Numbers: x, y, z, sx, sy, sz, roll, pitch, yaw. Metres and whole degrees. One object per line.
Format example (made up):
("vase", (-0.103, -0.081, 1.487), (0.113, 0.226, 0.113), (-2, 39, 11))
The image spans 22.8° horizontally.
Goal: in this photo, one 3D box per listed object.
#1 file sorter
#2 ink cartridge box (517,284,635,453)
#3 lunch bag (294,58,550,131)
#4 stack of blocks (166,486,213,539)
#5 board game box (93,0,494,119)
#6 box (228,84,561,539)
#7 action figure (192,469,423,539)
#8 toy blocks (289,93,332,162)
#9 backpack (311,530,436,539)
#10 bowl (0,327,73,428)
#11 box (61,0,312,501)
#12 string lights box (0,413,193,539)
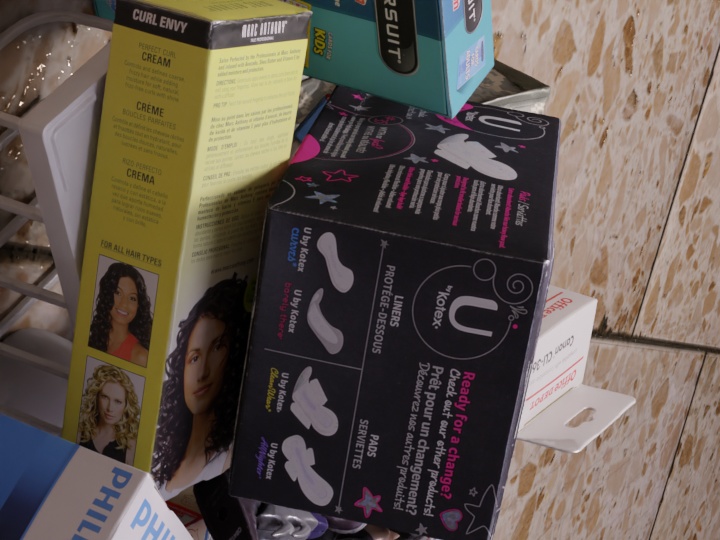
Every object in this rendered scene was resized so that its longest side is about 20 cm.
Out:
("file sorter", (-0.124, -0.036, 0.799), (0.139, 0.124, 0.201), (-49, 147, -38))
("ink cartridge box", (0.078, 0.046, 1.182), (0.116, 0.199, 0.068), (-29, 132, -56))
("lunch bag", (-0.003, -0.036, 1.053), (0.199, 0.117, 0.165), (-13, 122, -32))
("stack of blocks", (-0.112, 0.203, 0.887), (0.115, 0.058, 0.202), (-22, 125, -59))
("board game box", (-0.040, -0.164, 0.798), (0.047, 0.199, 0.152), (-52, 149, -37))
("box", (0.022, 0.011, 0.781), (0.200, 0.114, 0.133), (-67, 167, -68))
("action figure", (0.006, 0.110, 0.892), (0.199, 0.069, 0.131), (16, 109, -48))
("toy blocks", (0.000, 0.000, 0.948), (0.137, 0.200, 0.100), (-47, -172, 7))
("backpack", (-0.020, 0.142, 1.082), (0.191, 0.153, 0.201), (-98, -164, -60))
("bowl", (-0.152, 0.148, 0.926), (0.201, 0.074, 0.200), (-66, 153, -14))
("box", (-0.072, -0.010, 0.722), (0.075, 0.050, 0.202), (-21, 124, -58))
("string lights box", (-0.162, 0.093, 0.717), (0.059, 0.199, 0.103), (-60, 152, -23))
